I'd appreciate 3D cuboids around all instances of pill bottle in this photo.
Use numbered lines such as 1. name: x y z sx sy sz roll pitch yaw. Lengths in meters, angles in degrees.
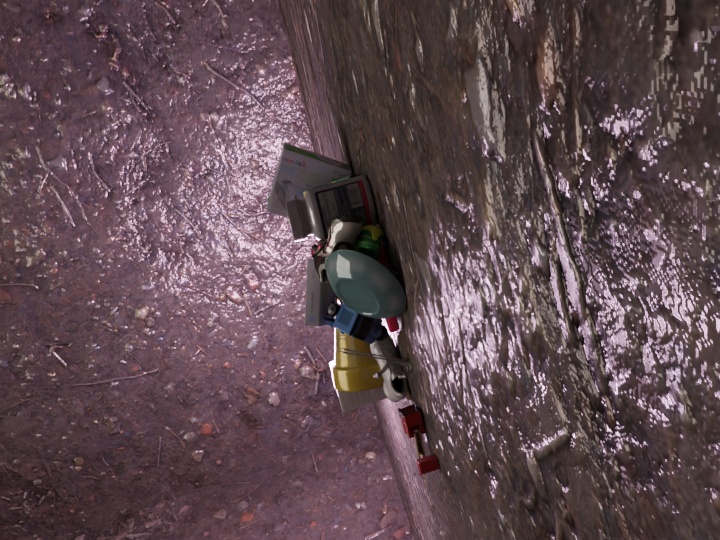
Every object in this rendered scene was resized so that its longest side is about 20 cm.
1. pill bottle: -0.068 -0.136 1.401 0.120 0.193 0.124 165 89 -86

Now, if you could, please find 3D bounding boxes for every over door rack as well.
1. over door rack: 0.024 0.228 1.528 0.148 0.194 0.068 104 -172 -80

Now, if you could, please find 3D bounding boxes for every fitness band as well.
1. fitness band: 0.058 0.043 1.434 0.144 0.036 0.207 -172 69 -86

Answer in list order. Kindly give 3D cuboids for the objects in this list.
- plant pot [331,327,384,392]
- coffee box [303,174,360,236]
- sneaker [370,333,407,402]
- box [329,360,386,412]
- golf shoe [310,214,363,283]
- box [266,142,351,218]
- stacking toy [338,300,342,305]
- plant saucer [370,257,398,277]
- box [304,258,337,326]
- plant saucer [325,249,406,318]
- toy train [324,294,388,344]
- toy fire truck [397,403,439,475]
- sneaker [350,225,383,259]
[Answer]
1. plant pot: 0.003 0.229 1.776 0.201 0.194 0.196 -152 52 -84
2. coffee box: -0.065 -0.161 1.550 0.197 0.043 0.127 -6 95 49
3. sneaker: 0.086 0.250 1.652 0.100 0.073 0.206 137 115 -69
4. box: 0.012 0.343 1.958 0.106 0.194 0.157 146 108 -84
5. golf shoe: -0.045 -0.049 1.337 0.200 0.075 0.091 132 136 -52
6. box: -0.142 -0.229 1.676 0.097 0.194 0.181 -106 35 -67
7. stacking toy: -0.002 0.114 2.090 0.202 0.144 0.147 55 169 18
8. plant saucer: 0.021 0.035 1.339 0.019 0.069 0.201 -61 3 -28
9. box: -0.094 0.055 1.524 0.200 0.040 0.162 12 -100 -81
10. plant saucer: 0.001 0.043 1.282 0.039 0.196 0.204 -54 -28 -32
11. toy train: -0.005 0.127 1.490 0.112 0.089 0.199 25 176 36
12. toy fire truck: 0.140 0.413 1.508 0.200 0.047 0.146 111 144 -83
13. sneaker: -0.007 -0.013 1.375 0.085 0.072 0.203 -81 12 -45
